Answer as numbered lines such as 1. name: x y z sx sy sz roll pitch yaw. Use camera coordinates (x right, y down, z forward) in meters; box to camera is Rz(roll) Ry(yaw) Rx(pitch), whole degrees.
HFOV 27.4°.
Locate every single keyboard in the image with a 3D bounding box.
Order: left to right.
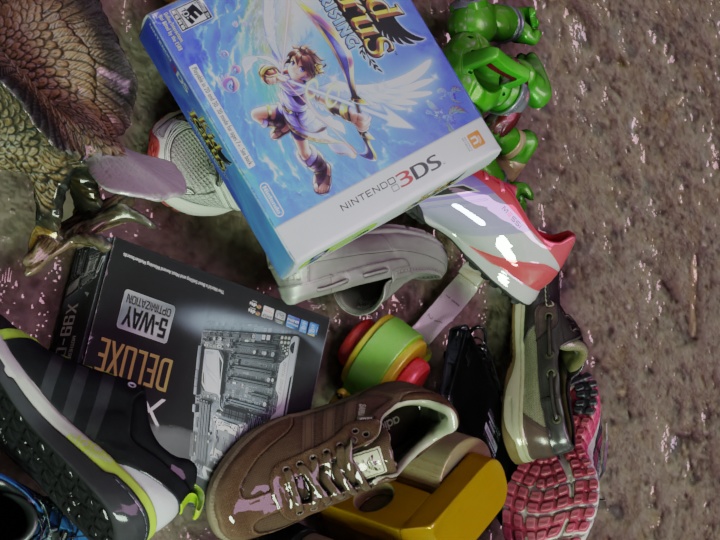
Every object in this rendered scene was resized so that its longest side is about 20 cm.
1. keyboard: 0.094 0.127 1.216 0.201 0.039 0.105 65 33 -43

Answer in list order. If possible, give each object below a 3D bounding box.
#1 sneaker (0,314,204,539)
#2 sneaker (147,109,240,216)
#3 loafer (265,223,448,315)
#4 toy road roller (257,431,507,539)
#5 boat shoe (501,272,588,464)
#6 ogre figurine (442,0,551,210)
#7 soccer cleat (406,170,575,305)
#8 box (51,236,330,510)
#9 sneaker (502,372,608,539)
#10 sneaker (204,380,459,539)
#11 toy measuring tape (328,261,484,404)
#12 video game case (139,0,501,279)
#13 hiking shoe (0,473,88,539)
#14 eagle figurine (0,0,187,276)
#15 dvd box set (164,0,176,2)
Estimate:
1. sneaker: -0.175 0.092 0.922 0.083 0.072 0.200 -30 66 -37
2. sneaker: -0.067 -0.078 1.072 0.199 0.082 0.079 4 85 -41
3. loafer: 0.000 0.000 1.125 0.199 0.070 0.070 4 80 -50
4. toy road roller: 0.024 0.223 1.115 0.200 0.122 0.147 -45 130 -33
5. boat shoe: 0.162 0.070 1.252 0.073 0.064 0.201 55 37 -54
6. ogre figurine: 0.107 -0.149 1.224 0.120 0.098 0.201 33 77 -48
7. soccer cleat: 0.080 -0.058 1.164 0.200 0.068 0.073 40 101 -11
8. box: -0.124 0.082 1.032 0.199 0.050 0.159 23 73 -39
9. sneaker: 0.175 0.179 1.249 0.201 0.080 0.075 -68 149 -41
10. sneaker: -0.017 0.129 1.037 0.199 0.075 0.071 -28 105 -34
11. toy measuring tape: 0.042 0.047 1.163 0.200 0.073 0.074 -45 116 -30
12. video game case: -0.027 -0.124 1.031 0.181 0.045 0.201 -29 85 -23
13. hiking shoe: -0.215 0.170 0.921 0.199 0.086 0.075 26 71 -37
14. eagle figurine: -0.210 -0.105 0.921 0.150 0.152 0.201 -21 107 -20
15. dvd box set: -0.130 -0.313 1.039 0.146 0.029 0.201 -39 114 -16
